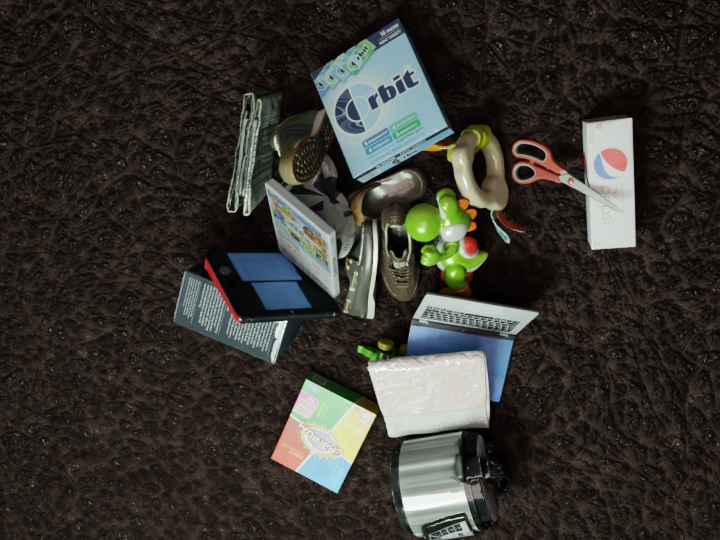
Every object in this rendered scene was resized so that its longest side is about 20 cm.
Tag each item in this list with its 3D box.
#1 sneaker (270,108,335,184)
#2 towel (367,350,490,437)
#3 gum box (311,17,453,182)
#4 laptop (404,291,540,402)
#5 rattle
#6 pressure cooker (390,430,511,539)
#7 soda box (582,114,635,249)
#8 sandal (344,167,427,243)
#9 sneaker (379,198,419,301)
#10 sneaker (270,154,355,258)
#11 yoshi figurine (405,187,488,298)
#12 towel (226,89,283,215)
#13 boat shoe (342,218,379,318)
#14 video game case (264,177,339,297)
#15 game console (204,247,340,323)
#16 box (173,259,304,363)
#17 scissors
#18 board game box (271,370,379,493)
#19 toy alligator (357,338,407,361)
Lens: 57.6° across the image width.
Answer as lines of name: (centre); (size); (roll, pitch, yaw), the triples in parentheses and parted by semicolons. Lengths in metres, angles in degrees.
sneaker: (-0.108, -0.200, 1.066); (0.090, 0.200, 0.067); (-1, 129, 22)
towel: (0.126, 0.220, 1.155); (0.199, 0.032, 0.191); (-7, 127, 9)
gum box: (0.032, -0.269, 1.047); (0.170, 0.045, 0.200); (-27, 76, 20)
laptop: (0.178, 0.134, 1.108); (0.187, 0.200, 0.116); (9, 67, -3)
rattle: (0.173, -0.133, 1.079); (0.143, 0.130, 0.200); (-12, 130, 27)
pressure cooker: (0.168, 0.377, 1.171); (0.200, 0.176, 0.179); (-13, 101, 16)
soda box: (0.389, -0.138, 1.025); (0.068, 0.064, 0.201); (-4, 104, 15)
sandal: (0.025, -0.109, 1.126); (0.200, 0.055, 0.082); (-26, 98, 19)
sneaker: (0.061, -0.020, 1.111); (0.070, 0.076, 0.200); (-3, 122, 11)
sneaker: (-0.090, -0.093, 1.124); (0.129, 0.079, 0.200); (-30, 72, 34)
yoshi figurine: (0.127, -0.042, 1.065); (0.112, 0.112, 0.200); (32, 148, 43)
towel: (-0.164, -0.197, 1.070); (0.034, 0.200, 0.193); (14, 108, 2)
boat shoe: (0.000, 0.000, 1.132); (0.060, 0.072, 0.202); (5, 125, 2)
video game case: (-0.091, -0.048, 1.072); (0.143, 0.200, 0.018); (41, 69, 21)
game console: (-0.151, 0.022, 1.111); (0.177, 0.200, 0.031); (49, 127, 40)
box: (-0.206, 0.060, 1.182); (0.200, 0.148, 0.107); (21, 110, 6)
scissors: (0.319, -0.150, 1.018); (0.200, 0.014, 0.073); (26, 118, 36)
board game box: (-0.070, 0.317, 1.282); (0.153, 0.040, 0.200); (26, 110, 5)
toy alligator: (0.087, 0.173, 1.194); (0.199, 0.054, 0.059); (14, 109, 9)
